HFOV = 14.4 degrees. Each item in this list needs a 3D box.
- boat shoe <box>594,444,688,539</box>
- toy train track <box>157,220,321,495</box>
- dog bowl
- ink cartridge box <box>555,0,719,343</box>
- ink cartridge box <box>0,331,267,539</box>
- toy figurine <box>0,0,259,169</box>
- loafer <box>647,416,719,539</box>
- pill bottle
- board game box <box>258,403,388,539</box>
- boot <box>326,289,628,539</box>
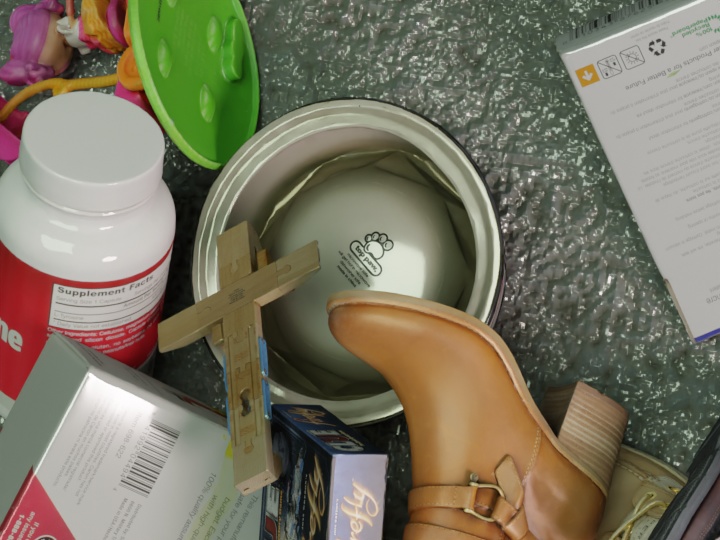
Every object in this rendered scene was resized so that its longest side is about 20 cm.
[{"bbox_3d":[0.180,0.159,1.665,0.199,0.069,0.074,33,93,19],"label":"boat shoe"},{"bbox_3d":[-0.061,0.054,1.665,0.114,0.033,0.201,-27,41,19],"label":"toy train track"},{"bbox_3d":[0.000,0.000,1.746,0.199,0.074,0.202,-3,81,18],"label":"dog bowl"},{"bbox_3d":[0.242,-0.084,1.666,0.196,0.047,0.201,-23,113,10],"label":"ink cartridge box"},{"bbox_3d":[-0.123,0.148,1.701,0.146,0.199,0.083,-62,26,2],"label":"ink cartridge box"},{"bbox_3d":[-0.176,-0.141,1.808,0.183,0.150,0.201,-12,56,25],"label":"toy figurine"},{"bbox_3d":[0.208,0.135,1.606,0.063,0.200,0.072,34,129,4],"label":"loafer"},{"bbox_3d":[-0.171,-0.004,1.731,0.112,0.112,0.201,30,134,20],"label":"pill bottle"},{"bbox_3d":[-0.027,0.188,1.626,0.034,0.135,0.202,2,98,-17],"label":"board game box"},{"bbox_3d":[0.047,0.111,1.624,0.199,0.074,0.156,27,72,-6],"label":"boot"}]
